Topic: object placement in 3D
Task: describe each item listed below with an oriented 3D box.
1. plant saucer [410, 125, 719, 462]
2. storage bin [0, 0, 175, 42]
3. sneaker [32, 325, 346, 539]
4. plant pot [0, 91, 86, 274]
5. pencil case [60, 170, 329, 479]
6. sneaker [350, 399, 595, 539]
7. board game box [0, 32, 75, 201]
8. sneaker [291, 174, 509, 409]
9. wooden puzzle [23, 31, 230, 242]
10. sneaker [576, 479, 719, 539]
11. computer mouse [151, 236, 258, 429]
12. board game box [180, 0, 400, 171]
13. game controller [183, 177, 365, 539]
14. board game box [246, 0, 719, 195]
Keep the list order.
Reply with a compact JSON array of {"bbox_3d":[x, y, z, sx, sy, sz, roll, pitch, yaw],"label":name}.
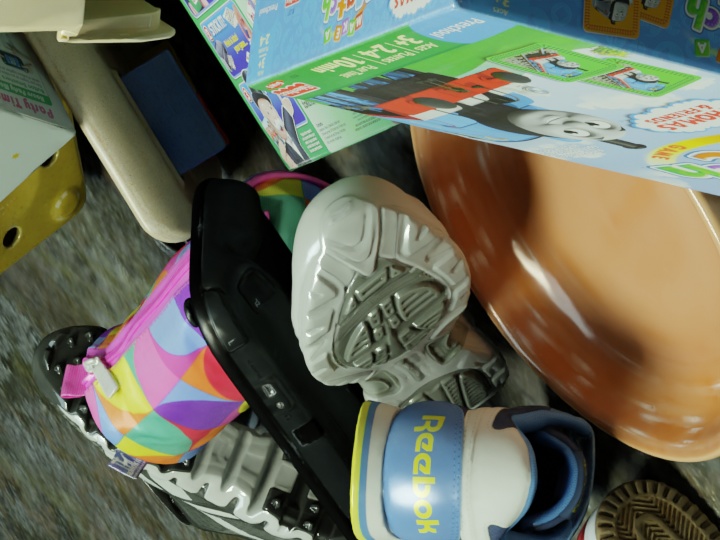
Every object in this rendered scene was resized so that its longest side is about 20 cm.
[{"bbox_3d":[0.096,-0.018,1.003,0.200,0.037,0.200,43,152,30],"label":"plant saucer"},{"bbox_3d":[-0.134,-0.206,0.943,0.198,0.094,0.200,36,124,52],"label":"storage bin"},{"bbox_3d":[-0.097,0.100,1.389,0.200,0.067,0.090,29,152,-12],"label":"sneaker"},{"bbox_3d":[-0.265,-0.088,1.432,0.200,0.195,0.194,32,147,28],"label":"plant pot"},{"bbox_3d":[-0.072,0.028,1.262,0.088,0.088,0.200,54,138,6],"label":"pencil case"},{"bbox_3d":[0.067,0.093,1.077,0.082,0.200,0.074,-3,84,24],"label":"sneaker"},{"bbox_3d":[-0.224,-0.135,1.110,0.147,0.064,0.200,19,-142,-56],"label":"board game box"},{"bbox_3d":[0.000,0.000,1.073,0.099,0.078,0.200,61,178,25],"label":"sneaker"},{"bbox_3d":[-0.114,-0.109,1.216,0.185,0.046,0.200,59,-174,-6],"label":"wooden puzzle"},{"bbox_3d":[0.155,0.194,1.112,0.200,0.071,0.113,57,154,15],"label":"sneaker"},{"bbox_3d":[-0.086,0.047,1.418,0.110,0.044,0.200,47,154,19],"label":"computer mouse"},{"bbox_3d":[-0.032,-0.110,0.997,0.135,0.029,0.200,59,167,-5],"label":"board game box"},{"bbox_3d":[-0.022,0.049,1.130,0.200,0.042,0.104,57,-168,-37],"label":"game controller"},{"bbox_3d":[0.085,-0.064,0.803,0.151,0.200,0.037,168,110,-65],"label":"board game box"}]
